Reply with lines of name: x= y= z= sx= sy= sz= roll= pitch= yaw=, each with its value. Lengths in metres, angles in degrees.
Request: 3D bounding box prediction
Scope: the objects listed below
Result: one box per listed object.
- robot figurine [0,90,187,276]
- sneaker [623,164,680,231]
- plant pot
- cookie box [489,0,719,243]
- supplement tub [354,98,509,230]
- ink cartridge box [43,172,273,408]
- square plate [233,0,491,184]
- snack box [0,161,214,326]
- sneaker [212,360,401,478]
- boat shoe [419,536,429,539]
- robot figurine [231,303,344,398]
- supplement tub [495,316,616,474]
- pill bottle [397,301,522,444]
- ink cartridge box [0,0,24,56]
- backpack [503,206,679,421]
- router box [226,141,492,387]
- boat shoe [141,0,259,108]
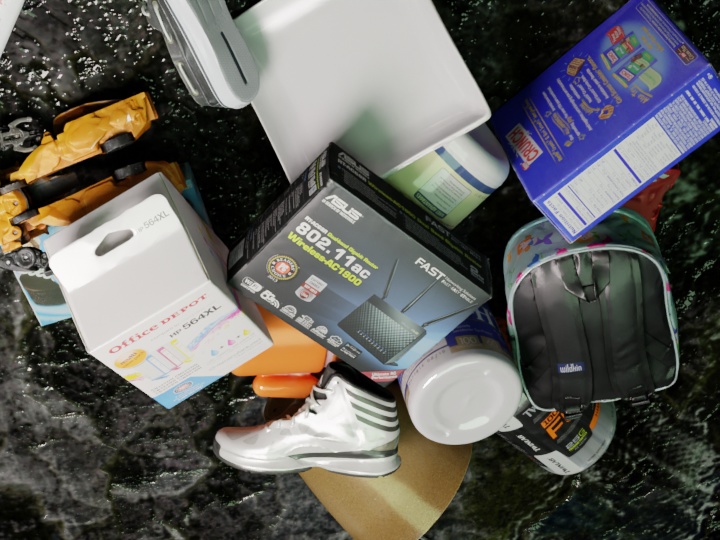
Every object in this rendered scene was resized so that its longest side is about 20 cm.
robot figurine: x=-0.271 y=-0.082 z=1.125 sx=0.198 sy=0.058 sz=0.147 roll=-22 pitch=96 yaw=2
sneaker: x=0.314 y=-0.056 z=1.311 sx=0.115 sy=0.079 sz=0.200 roll=-33 pitch=129 yaw=12
plant pot: x=-0.006 y=0.188 z=1.363 sx=0.200 sy=0.187 sz=0.186 roll=41 pitch=110 yaw=-17
cookie box: x=0.238 y=-0.150 z=1.160 sx=0.199 sy=0.172 sz=0.075 roll=-38 pitch=124 yaw=16
supplement tub: x=0.030 y=-0.082 z=1.171 sx=0.200 sy=0.146 sz=0.144 roll=-43 pitch=125 yaw=18
ink cartridge box: x=-0.186 y=0.019 z=1.104 sx=0.128 sy=0.126 sz=0.200 roll=-31 pitch=154 yaw=2
square plate: x=-0.007 y=-0.178 z=1.083 sx=0.197 sy=0.028 sz=0.202 roll=-29 pitch=85 yaw=21
snack box: x=-0.248 y=-0.025 z=1.209 sx=0.197 sy=0.037 sz=0.117 roll=-18 pitch=128 yaw=-1
sneaker: x=-0.056 y=0.146 z=1.247 sx=0.197 sy=0.076 sz=0.117 roll=1 pitch=104 yaw=5
boat shoe: x=0.083 y=0.412 z=1.611 sx=0.075 sy=0.062 sz=0.200 roll=-36 pitch=126 yaw=16
robot figurine: x=-0.076 y=0.049 z=1.261 sx=0.197 sy=0.146 sz=0.117 roll=-1 pitch=151 yaw=-13
supplement tub: x=0.198 y=0.144 z=1.401 sx=0.122 sy=0.123 sz=0.199 roll=-41 pitch=126 yaw=17
pill bottle: x=0.087 y=0.072 z=1.266 sx=0.118 sy=0.201 sz=0.121 roll=-7 pitch=129 yaw=-9
ink cartridge box: x=-0.379 y=-0.201 z=1.012 sx=0.144 sy=0.083 sz=0.201 roll=19 pitch=120 yaw=-26
backpack: x=0.232 y=0.028 z=1.232 sx=0.175 sy=0.152 sz=0.201 roll=-11 pitch=131 yaw=10
router box: x=0.000 y=0.000 z=1.094 sx=0.199 sy=0.063 sz=0.150 roll=34 pitch=120 yaw=-24
boat shoe: x=-0.159 y=-0.229 z=1.056 sx=0.070 sy=0.072 sz=0.202 roll=-6 pitch=118 yaw=31
